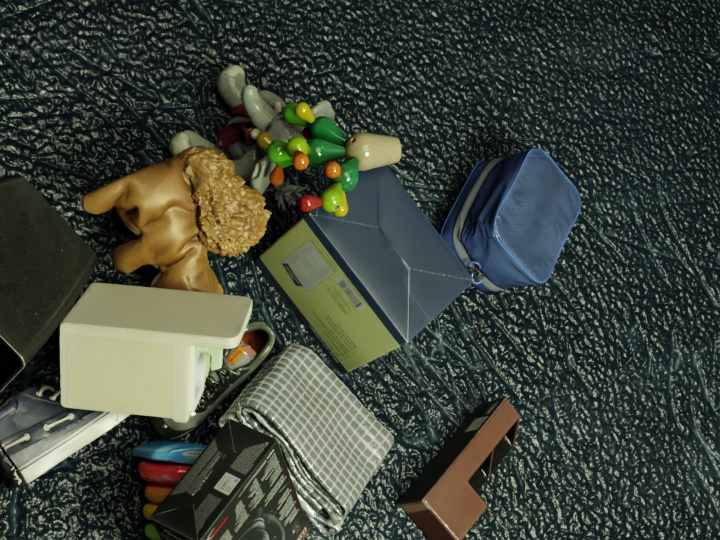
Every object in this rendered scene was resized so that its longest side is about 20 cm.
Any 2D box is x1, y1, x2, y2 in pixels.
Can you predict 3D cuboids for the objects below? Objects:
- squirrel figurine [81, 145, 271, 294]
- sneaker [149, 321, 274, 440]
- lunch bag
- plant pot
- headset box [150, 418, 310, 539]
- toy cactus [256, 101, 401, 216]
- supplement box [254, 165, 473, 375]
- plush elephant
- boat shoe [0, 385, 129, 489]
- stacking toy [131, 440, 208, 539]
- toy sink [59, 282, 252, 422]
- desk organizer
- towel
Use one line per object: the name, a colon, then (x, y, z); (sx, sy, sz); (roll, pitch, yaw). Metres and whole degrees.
squirrel figurine: (-0.208, -0.044, 1.461); (0.198, 0.142, 0.188); (-25, 93, 5)
sneaker: (-0.183, 0.127, 1.476); (0.074, 0.079, 0.200); (49, 61, -6)
lunch bag: (0.205, -0.063, 1.700); (0.136, 0.132, 0.201); (46, 58, -25)
plant pot: (-0.418, 0.012, 1.341); (0.200, 0.199, 0.178); (46, 48, -6)
headset box: (-0.140, 0.295, 1.362); (0.077, 0.201, 0.149); (19, 53, 29)
toy cactus: (-0.032, -0.131, 1.429); (0.163, 0.103, 0.200); (-4, 32, -18)
supplement box: (0.000, 0.000, 1.535); (0.134, 0.200, 0.201); (-39, 93, -29)
plush elephant: (-0.126, -0.176, 1.553); (0.200, 0.155, 0.165); (44, 61, -7)
boat shoe: (-0.343, 0.161, 1.387); (0.199, 0.074, 0.093); (-34, 96, -31)
stacking toy: (-0.216, 0.304, 1.404); (0.115, 0.109, 0.203); (10, 81, -26)
toy sink: (-0.230, 0.096, 1.370); (0.197, 0.131, 0.113); (5, 110, 1)
desk organizer: (0.147, 0.268, 1.601); (0.077, 0.072, 0.200); (49, 60, -7)
towel: (-0.060, 0.202, 1.470); (0.200, 0.085, 0.166); (47, 30, -5)
